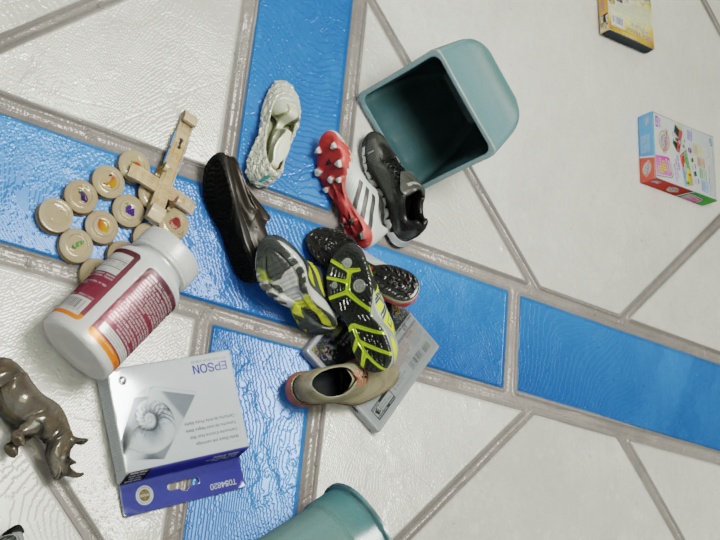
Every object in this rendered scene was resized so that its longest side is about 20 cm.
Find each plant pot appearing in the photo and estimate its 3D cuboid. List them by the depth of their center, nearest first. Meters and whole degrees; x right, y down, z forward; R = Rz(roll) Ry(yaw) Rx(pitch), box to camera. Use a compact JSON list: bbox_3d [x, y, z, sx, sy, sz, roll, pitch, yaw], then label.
[{"bbox_3d":[-0.074,0.425,1.559,0.196,0.200,0.201,-20,89,-31],"label":"plant pot"},{"bbox_3d":[0.159,-0.284,1.933,0.200,0.196,0.197,-38,101,-46],"label":"plant pot"}]

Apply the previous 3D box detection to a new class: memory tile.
[{"bbox_3d":[-0.347,-0.072,1.600,0.200,0.017,0.153,-40,101,-37],"label":"memory tile"}]

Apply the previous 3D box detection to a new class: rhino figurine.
[{"bbox_3d":[-0.420,0.193,1.442,0.200,0.060,0.087,50,43,-18],"label":"rhino figurine"}]

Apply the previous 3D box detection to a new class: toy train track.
[{"bbox_3d":[-0.272,-0.157,1.655,0.115,0.033,0.200,33,52,-29],"label":"toy train track"}]

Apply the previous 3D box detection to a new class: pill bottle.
[{"bbox_3d":[-0.317,0.040,1.519,0.114,0.114,0.200,50,59,-14],"label":"pill bottle"}]

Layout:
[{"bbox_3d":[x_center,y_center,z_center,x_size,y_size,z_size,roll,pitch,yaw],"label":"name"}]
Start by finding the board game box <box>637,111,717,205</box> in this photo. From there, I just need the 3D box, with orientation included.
[{"bbox_3d":[0.671,-0.235,2.387,0.200,0.040,0.153,15,68,-33],"label":"board game box"}]

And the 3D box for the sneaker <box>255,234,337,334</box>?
[{"bbox_3d":[-0.100,0.012,1.706,0.085,0.074,0.200,-92,159,-48],"label":"sneaker"}]

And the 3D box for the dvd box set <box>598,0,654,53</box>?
[{"bbox_3d":[0.565,-0.576,2.412,0.146,0.029,0.200,12,69,-34],"label":"dvd box set"}]

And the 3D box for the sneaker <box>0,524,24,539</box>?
[{"bbox_3d":[-0.401,0.373,1.397,0.200,0.075,0.116,8,70,-34],"label":"sneaker"}]

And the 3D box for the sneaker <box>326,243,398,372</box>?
[{"bbox_3d":[0.004,0.057,1.726,0.076,0.075,0.200,-5,79,-71],"label":"sneaker"}]

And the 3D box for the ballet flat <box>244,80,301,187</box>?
[{"bbox_3d":[-0.124,-0.219,1.778,0.072,0.072,0.200,27,62,-28],"label":"ballet flat"}]

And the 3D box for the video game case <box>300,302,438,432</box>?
[{"bbox_3d":[0.019,0.127,1.811,0.182,0.023,0.200,49,55,-15],"label":"video game case"}]

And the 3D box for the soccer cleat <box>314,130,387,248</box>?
[{"bbox_3d":[-0.013,-0.134,1.839,0.085,0.069,0.200,-24,95,-47],"label":"soccer cleat"}]

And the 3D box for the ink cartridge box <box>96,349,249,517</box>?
[{"bbox_3d":[-0.253,0.222,1.569,0.199,0.041,0.200,-8,82,-38],"label":"ink cartridge box"}]

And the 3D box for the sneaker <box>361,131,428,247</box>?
[{"bbox_3d":[0.065,-0.144,1.879,0.066,0.090,0.200,-15,86,-39],"label":"sneaker"}]

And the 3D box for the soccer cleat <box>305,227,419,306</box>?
[{"bbox_3d":[0.000,0.000,1.792,0.200,0.073,0.068,28,71,7],"label":"soccer cleat"}]

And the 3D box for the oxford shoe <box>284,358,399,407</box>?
[{"bbox_3d":[-0.012,0.171,1.714,0.200,0.075,0.071,-10,85,-35],"label":"oxford shoe"}]

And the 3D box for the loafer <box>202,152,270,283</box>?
[{"bbox_3d":[-0.178,-0.083,1.701,0.071,0.073,0.200,-23,100,-42],"label":"loafer"}]
